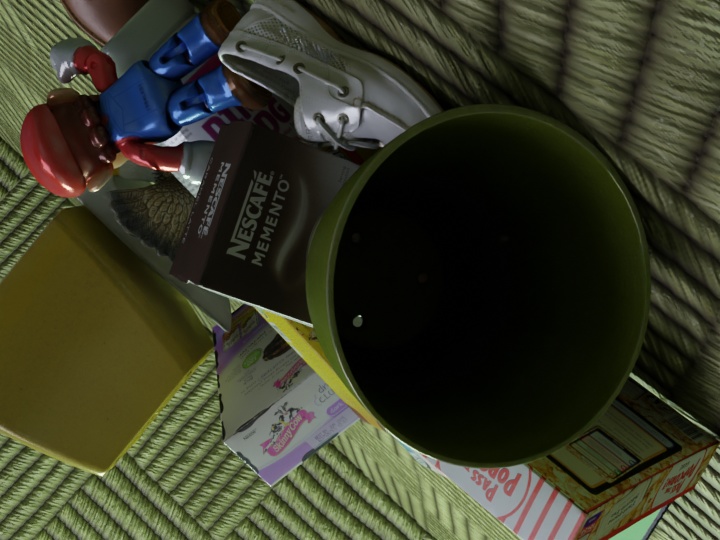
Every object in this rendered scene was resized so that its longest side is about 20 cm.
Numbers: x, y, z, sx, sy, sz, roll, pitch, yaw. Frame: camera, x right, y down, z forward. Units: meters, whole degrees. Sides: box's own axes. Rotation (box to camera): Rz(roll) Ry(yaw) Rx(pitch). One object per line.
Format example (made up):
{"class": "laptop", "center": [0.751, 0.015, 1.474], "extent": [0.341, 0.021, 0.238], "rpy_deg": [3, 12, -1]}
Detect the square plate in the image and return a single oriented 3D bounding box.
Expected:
{"class": "square plate", "center": [-0.201, -0.044, 1.329], "extent": [0.200, 0.028, 0.198], "rpy_deg": [44, -173, -21]}

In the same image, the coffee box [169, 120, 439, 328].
{"class": "coffee box", "center": [-0.015, -0.014, 0.923], "extent": [0.198, 0.116, 0.080], "rpy_deg": [19, 179, -22]}

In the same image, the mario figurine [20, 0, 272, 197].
{"class": "mario figurine", "center": [-0.162, -0.121, 0.993], "extent": [0.106, 0.198, 0.125], "rpy_deg": [45, -152, -48]}

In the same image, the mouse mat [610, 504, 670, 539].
{"class": "mouse mat", "center": [0.165, 0.169, 1.153], "extent": [0.199, 0.007, 0.162], "rpy_deg": [38, 130, 21]}

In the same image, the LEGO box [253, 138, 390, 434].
{"class": "LEGO box", "center": [0.000, 0.000, 1.016], "extent": [0.200, 0.149, 0.077], "rpy_deg": [47, 168, -18]}

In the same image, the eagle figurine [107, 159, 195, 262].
{"class": "eagle figurine", "center": [-0.163, -0.095, 1.240], "extent": [0.153, 0.150, 0.200], "rpy_deg": [56, 175, -6]}

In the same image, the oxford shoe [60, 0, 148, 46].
{"class": "oxford shoe", "center": [-0.219, -0.249, 1.101], "extent": [0.200, 0.071, 0.071], "rpy_deg": [48, 164, -13]}

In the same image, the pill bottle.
{"class": "pill bottle", "center": [-0.116, -0.122, 1.075], "extent": [0.200, 0.113, 0.113], "rpy_deg": [46, 169, -11]}

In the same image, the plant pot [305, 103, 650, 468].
{"class": "plant pot", "center": [0.041, 0.005, 0.792], "extent": [0.187, 0.187, 0.200], "rpy_deg": [46, 169, -14]}

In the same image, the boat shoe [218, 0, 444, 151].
{"class": "boat shoe", "center": [-0.015, -0.108, 0.879], "extent": [0.199, 0.069, 0.071], "rpy_deg": [37, 165, 30]}

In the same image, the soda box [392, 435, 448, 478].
{"class": "soda box", "center": [0.018, 0.079, 1.110], "extent": [0.200, 0.064, 0.068], "rpy_deg": [48, 168, -17]}

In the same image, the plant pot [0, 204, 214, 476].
{"class": "plant pot", "center": [-0.250, 0.072, 1.252], "extent": [0.176, 0.201, 0.200], "rpy_deg": [40, -175, -2]}

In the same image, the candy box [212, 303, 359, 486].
{"class": "candy box", "center": [-0.051, 0.077, 1.259], "extent": [0.072, 0.167, 0.201], "rpy_deg": [47, -167, -27]}

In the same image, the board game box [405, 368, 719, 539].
{"class": "board game box", "center": [0.134, 0.110, 0.909], "extent": [0.151, 0.047, 0.199], "rpy_deg": [38, -152, 29]}
